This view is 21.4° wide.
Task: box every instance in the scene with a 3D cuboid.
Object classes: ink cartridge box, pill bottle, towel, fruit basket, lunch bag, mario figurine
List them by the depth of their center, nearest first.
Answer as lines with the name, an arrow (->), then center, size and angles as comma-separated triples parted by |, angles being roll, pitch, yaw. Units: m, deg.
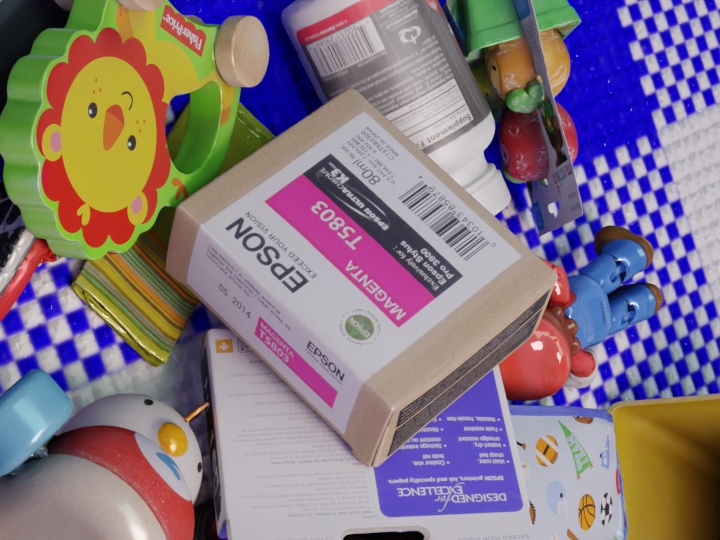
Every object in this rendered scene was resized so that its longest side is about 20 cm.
ink cartridge box -> 0.002, 0.121, 1.218 | 0.196, 0.044, 0.201 | -1, 47, -10
ink cartridge box -> 0.000, 0.000, 1.229 | 0.200, 0.075, 0.164 | 42, 57, 17
towel -> -0.119, -0.037, 1.298 | 0.086, 0.018, 0.201 | 45, 54, -25
lunch bag -> 0.110, 0.186, 1.382 | 0.198, 0.124, 0.172 | 2, 78, -33
pill bottle -> 0.031, -0.123, 1.387 | 0.111, 0.110, 0.201 | -36, 105, -40
fruit basket -> 0.118, -0.128, 1.437 | 0.093, 0.185, 0.202 | -9, 88, -5
mario figurine -> 0.144, 0.034, 1.482 | 0.199, 0.106, 0.124 | -28, 77, -41

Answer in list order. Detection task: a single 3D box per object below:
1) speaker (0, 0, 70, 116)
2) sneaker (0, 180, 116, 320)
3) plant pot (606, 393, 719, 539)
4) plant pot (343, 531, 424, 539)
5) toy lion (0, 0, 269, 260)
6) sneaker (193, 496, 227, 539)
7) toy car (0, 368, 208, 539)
speaker -> -0.216, -0.145, 1.197 | 0.081, 0.081, 0.200 | 51, 52, -21
sneaker -> -0.184, -0.033, 1.205 | 0.085, 0.077, 0.201 | 50, 53, -28
plant pot -> 0.322, 0.215, 1.525 | 0.176, 0.199, 0.202 | 23, 65, -48
plant pot -> 0.019, 0.276, 1.201 | 0.199, 0.199, 0.200 | -8, 100, -42
toy lion -> -0.144, -0.096, 1.173 | 0.200, 0.068, 0.194 | 31, 67, -59
sneaker -> -0.053, 0.157, 1.269 | 0.200, 0.083, 0.077 | -40, 107, -39
toy car -> -0.144, 0.128, 1.154 | 0.185, 0.176, 0.200 | 49, 40, -7
